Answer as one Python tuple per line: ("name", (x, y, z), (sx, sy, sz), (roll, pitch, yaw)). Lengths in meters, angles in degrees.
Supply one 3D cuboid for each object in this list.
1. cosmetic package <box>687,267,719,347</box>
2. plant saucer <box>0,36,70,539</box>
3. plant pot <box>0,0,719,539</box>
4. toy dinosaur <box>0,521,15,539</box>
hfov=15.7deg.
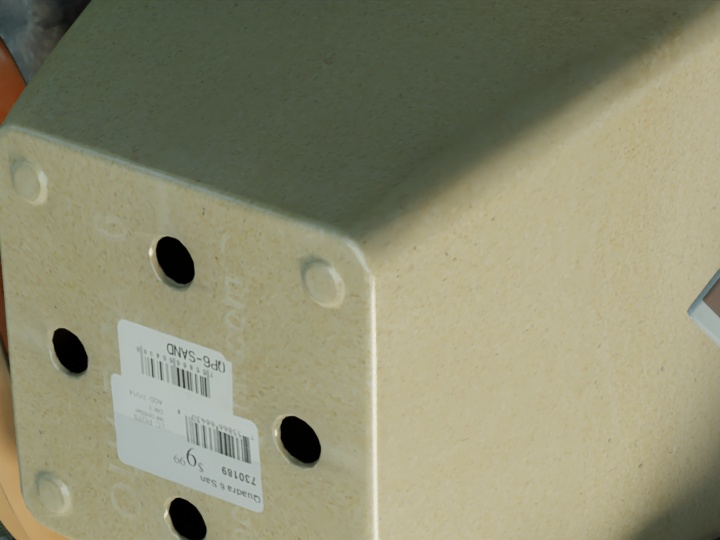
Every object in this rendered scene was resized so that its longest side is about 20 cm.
("cosmetic package", (0.179, -0.017, 0.610), (0.107, 0.200, 0.090), (43, 133, 11))
("plant saucer", (-0.120, 0.010, 0.889), (0.032, 0.200, 0.201), (-15, 106, 5))
("plant pot", (0.000, 0.000, 0.785), (0.199, 0.177, 0.201), (19, 123, 31))
("toy dinosaur", (-0.149, 0.060, 1.023), (0.200, 0.077, 0.102), (46, 123, 13))
